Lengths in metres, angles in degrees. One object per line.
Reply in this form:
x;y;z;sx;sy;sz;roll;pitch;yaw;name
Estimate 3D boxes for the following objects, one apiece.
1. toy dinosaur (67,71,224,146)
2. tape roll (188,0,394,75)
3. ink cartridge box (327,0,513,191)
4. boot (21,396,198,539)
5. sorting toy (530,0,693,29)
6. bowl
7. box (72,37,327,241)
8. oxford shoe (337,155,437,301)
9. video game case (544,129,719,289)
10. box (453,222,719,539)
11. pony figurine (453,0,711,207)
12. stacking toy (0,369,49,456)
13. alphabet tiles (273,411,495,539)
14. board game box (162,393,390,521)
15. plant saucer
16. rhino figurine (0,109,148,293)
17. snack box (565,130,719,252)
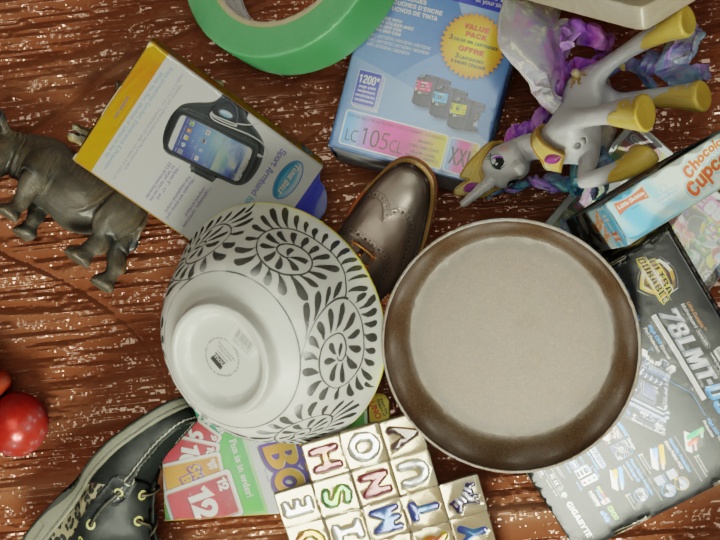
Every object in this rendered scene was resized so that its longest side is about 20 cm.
-0.149;-0.121;1.087;0.197;0.058;0.103;13;103;-7;toy dinosaur
-0.056;-0.268;1.047;0.198;0.048;0.204;-6;77;28;tape roll
0.062;-0.179;1.059;0.134;0.076;0.203;14;85;5;ink cartridge box
-0.172;0.219;1.025;0.204;0.073;0.154;-45;76;15;boot
0.207;-0.277;0.967;0.199;0.198;0.070;-33;128;-25;sorting toy
-0.087;0.056;0.974;0.198;0.094;0.204;8;108;24;bowl
-0.125;-0.087;1.049;0.199;0.042;0.120;35;100;-15;box
0.000;0.000;1.019;0.071;0.073;0.202;31;108;6;oxford shoe
0.221;-0.006;1.062;0.143;0.018;0.201;41;89;5;video game case
0.207;0.095;0.992;0.197;0.050;0.201;-32;98;16;box
0.171;-0.133;0.964;0.167;0.199;0.194;47;55;-24;pony figurine
-0.347;0.081;1.067;0.199;0.085;0.086;39;89;0;stacking toy
0.026;0.219;1.026;0.164;0.008;0.203;-16;106;2;alphabet tiles
-0.071;0.158;1.065;0.196;0.030;0.097;-4;86;1;board game box
0.115;0.056;0.959;0.197;0.032;0.204;3;106;11;plant saucer
-0.272;-0.071;1.077;0.198;0.060;0.088;33;69;6;rhino figurine
0.226;-0.059;0.956;0.115;0.200;0.037;-32;88;0;snack box
